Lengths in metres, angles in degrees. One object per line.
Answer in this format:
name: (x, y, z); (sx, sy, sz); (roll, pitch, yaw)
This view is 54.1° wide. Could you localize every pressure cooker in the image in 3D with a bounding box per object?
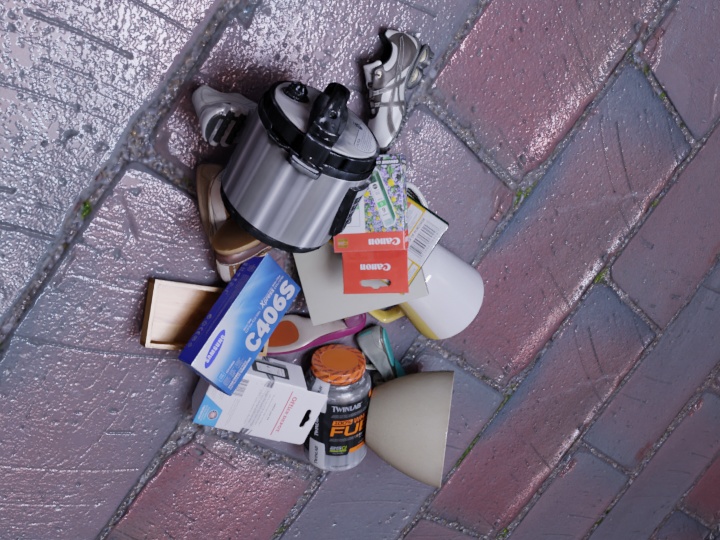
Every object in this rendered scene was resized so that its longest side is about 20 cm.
pressure cooker: (-0.072, -0.145, 0.911); (0.177, 0.177, 0.201); (0, 135, -46)

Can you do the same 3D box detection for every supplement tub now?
supplement tub: (-0.043, 0.243, 1.259); (0.121, 0.122, 0.203); (-11, 120, -25)

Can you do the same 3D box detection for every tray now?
tray: (-0.235, 0.075, 1.098); (0.197, 0.037, 0.101); (9, 89, -34)

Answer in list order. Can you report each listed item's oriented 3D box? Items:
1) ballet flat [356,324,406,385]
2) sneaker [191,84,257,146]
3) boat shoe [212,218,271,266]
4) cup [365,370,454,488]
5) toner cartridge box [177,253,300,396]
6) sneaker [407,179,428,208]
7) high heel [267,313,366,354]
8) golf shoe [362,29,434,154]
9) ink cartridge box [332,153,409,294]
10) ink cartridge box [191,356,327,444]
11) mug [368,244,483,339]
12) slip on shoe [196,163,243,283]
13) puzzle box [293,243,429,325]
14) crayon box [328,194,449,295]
ballet flat: (0.044, 0.183, 1.327); (0.063, 0.068, 0.202); (-16, 126, 11)
sneaker: (-0.152, -0.209, 0.995); (0.075, 0.081, 0.199); (-50, 149, 20)
boat shoe: (-0.143, -0.057, 1.028); (0.200, 0.069, 0.071); (-48, 149, -47)
cup: (0.086, 0.268, 1.251); (0.140, 0.201, 0.204); (8, 117, 9)
toner cartridge box: (-0.180, 0.078, 1.073); (0.095, 0.043, 0.202); (47, 66, -39)
sneaker: (0.042, -0.145, 1.138); (0.198, 0.071, 0.074); (29, 99, -34)
high heel: (-0.082, 0.111, 1.216); (0.197, 0.068, 0.096); (-17, 155, -4)
golf shoe: (0.032, -0.265, 1.071); (0.093, 0.078, 0.203); (23, 87, -24)
ink cartridge box: (0.015, -0.064, 1.027); (0.107, 0.050, 0.204); (-2, 95, 11)
ink cartridge box: (-0.168, 0.209, 1.176); (0.197, 0.068, 0.117); (19, 113, -25)
mug: (0.100, 0.031, 1.209); (0.187, 0.149, 0.153); (-48, 132, 3)
slip on shoe: (-0.205, -0.068, 1.047); (0.076, 0.060, 0.202); (-53, 155, -39)
puzzle box: (0.000, 0.000, 1.128); (0.196, 0.025, 0.135); (-14, 93, 10)
crayon box: (0.021, -0.074, 1.077); (0.199, 0.052, 0.127); (35, 101, 3)
